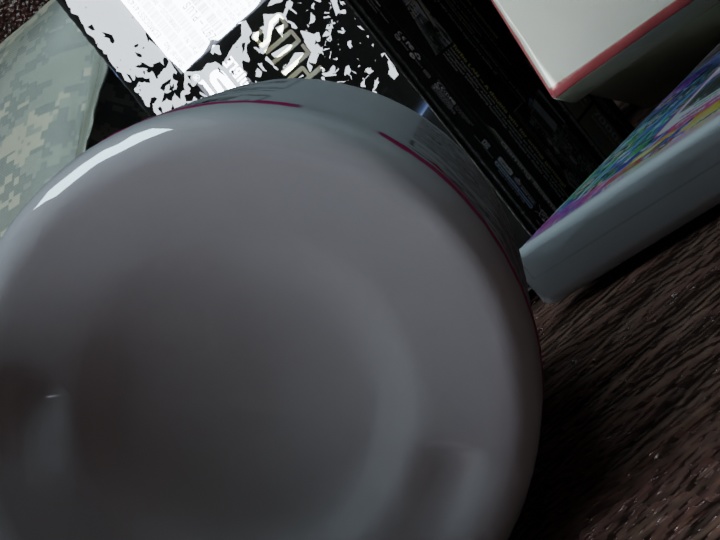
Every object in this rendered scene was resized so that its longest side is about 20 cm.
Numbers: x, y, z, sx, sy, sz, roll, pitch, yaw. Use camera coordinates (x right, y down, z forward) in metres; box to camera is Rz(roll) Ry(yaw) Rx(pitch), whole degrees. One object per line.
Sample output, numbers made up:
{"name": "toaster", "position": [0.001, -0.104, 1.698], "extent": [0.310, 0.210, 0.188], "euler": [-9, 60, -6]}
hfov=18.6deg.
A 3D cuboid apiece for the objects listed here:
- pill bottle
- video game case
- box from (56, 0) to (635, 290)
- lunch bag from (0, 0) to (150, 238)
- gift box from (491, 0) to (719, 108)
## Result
{"name": "pill bottle", "position": [-0.017, 0.014, 0.506], "extent": [0.113, 0.113, 0.200], "euler": [-39, 4, 7]}
{"name": "video game case", "position": [0.153, -0.079, 0.647], "extent": [0.200, 0.024, 0.182], "euler": [-35, 7, 46]}
{"name": "box", "position": [-0.002, -0.079, 0.794], "extent": [0.086, 0.200, 0.164], "euler": [-37, 4, 25]}
{"name": "lunch bag", "position": [-0.113, 0.009, 0.797], "extent": [0.164, 0.117, 0.200], "euler": [-33, 34, 29]}
{"name": "gift box", "position": [0.093, -0.176, 0.783], "extent": [0.184, 0.200, 0.187], "euler": [-40, -10, 15]}
